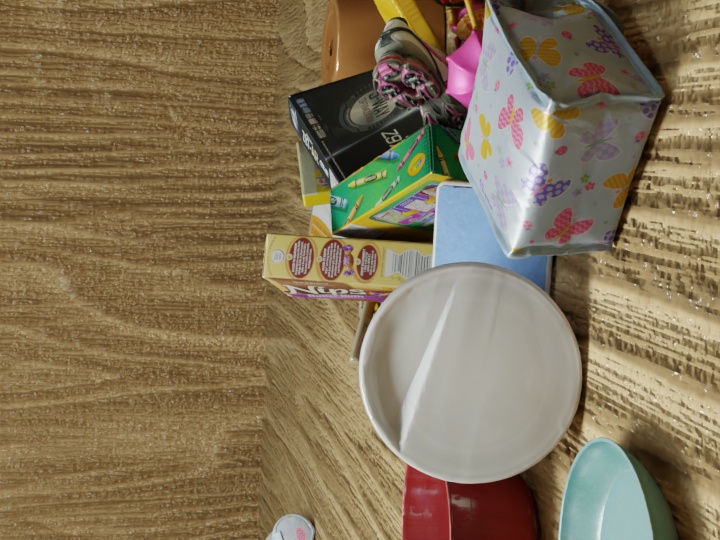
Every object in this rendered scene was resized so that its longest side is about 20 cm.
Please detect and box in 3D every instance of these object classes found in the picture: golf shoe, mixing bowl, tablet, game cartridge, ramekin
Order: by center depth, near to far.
[{"bbox_3d":[0.099,0.089,1.162,0.094,0.201,0.203,-85,-2,-85],"label":"ramekin"},{"bbox_3d":[0.128,0.015,1.239,0.014,0.130,0.201,-4,-81,-59],"label":"tablet"},{"bbox_3d":[0.114,0.263,1.254,0.200,0.108,0.201,-178,90,-80],"label":"mixing bowl"},{"bbox_3d":[0.089,-0.194,1.358,0.072,0.200,0.092,-17,50,32],"label":"golf shoe"},{"bbox_3d":[0.071,-0.257,1.470,0.200,0.032,0.176,56,-178,-21],"label":"game cartridge"}]

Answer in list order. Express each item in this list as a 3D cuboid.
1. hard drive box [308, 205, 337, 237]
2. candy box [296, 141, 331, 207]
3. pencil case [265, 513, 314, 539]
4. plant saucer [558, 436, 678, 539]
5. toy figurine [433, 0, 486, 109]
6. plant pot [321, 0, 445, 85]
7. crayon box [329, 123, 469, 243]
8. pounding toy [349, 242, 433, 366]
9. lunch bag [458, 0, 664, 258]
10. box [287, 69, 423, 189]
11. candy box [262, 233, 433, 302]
[{"bbox_3d":[0.011,-0.095,1.754,0.156,0.077,0.201,43,139,34],"label":"hard drive box"},{"bbox_3d":[0.024,-0.132,1.541,0.026,0.199,0.103,84,178,-48],"label":"candy box"},{"bbox_3d":[-0.153,0.566,2.624,0.200,0.090,0.084,119,151,-65],"label":"pencil case"},{"bbox_3d":[0.205,0.232,0.981,0.200,0.036,0.201,-178,90,-79],"label":"plant saucer"},{"bbox_3d":[0.122,-0.245,1.305,0.200,0.149,0.185,52,-155,-73],"label":"toy figurine"},{"bbox_3d":[0.025,-0.302,1.716,0.200,0.139,0.201,-178,90,-78],"label":"plant pot"},{"bbox_3d":[0.067,-0.086,1.360,0.200,0.118,0.059,-29,58,52],"label":"crayon box"},{"bbox_3d":[0.044,0.011,1.560,0.184,0.141,0.201,-168,80,-79],"label":"pounding toy"},{"bbox_3d":[0.157,-0.138,1.062,0.200,0.127,0.170,-113,24,-44],"label":"lunch bag"},{"bbox_3d":[0.019,-0.164,1.524,0.044,0.160,0.200,84,163,-45],"label":"box"},{"bbox_3d":[0.000,0.000,1.419,0.117,0.199,0.057,45,-131,-74],"label":"candy box"}]
